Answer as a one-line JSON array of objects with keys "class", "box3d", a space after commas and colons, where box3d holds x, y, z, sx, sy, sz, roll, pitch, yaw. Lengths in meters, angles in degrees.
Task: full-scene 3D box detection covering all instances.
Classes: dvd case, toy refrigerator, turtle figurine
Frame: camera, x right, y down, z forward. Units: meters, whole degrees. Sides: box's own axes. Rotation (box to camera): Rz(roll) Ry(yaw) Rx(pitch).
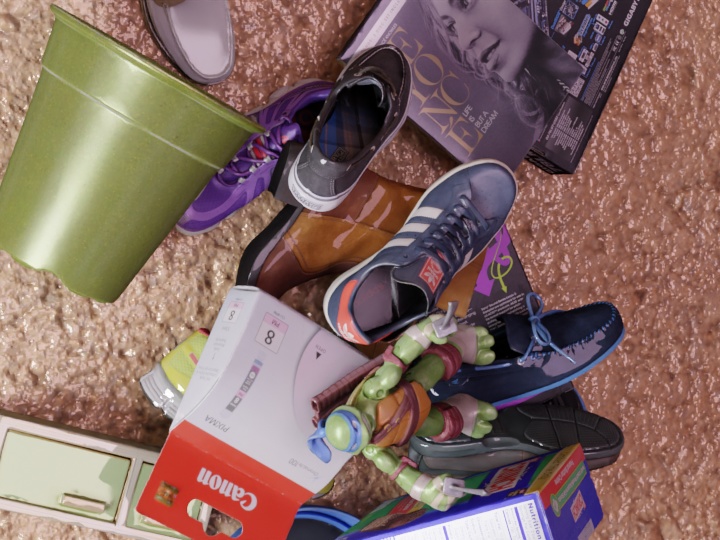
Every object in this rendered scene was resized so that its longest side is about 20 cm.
[{"class": "dvd case", "box3d": [0.093, -0.187, 1.483, 0.200, 0.016, 0.149, 39, 80, -19]}, {"class": "toy refrigerator", "box3d": [-0.224, 0.177, 1.383, 0.198, 0.070, 0.077, 18, 85, -24]}, {"class": "turtle figurine", "box3d": [0.073, 0.113, 1.342, 0.145, 0.199, 0.193, 60, 31, 6]}]

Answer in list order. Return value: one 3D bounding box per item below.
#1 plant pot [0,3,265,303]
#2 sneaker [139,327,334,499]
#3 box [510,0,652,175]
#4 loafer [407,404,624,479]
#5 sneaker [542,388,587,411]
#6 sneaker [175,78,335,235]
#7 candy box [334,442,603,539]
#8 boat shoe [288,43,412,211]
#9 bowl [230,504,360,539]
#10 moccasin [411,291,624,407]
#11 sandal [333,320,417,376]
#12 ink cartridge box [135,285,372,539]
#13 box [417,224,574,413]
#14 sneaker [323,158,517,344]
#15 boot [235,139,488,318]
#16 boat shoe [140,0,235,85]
[{"class": "plant pot", "box3d": [-0.207, -0.083, 1.329, 0.199, 0.200, 0.191, 28, 94, -22]}, {"class": "sneaker", "box3d": [-0.091, 0.125, 1.427, 0.199, 0.078, 0.091, 38, 90, -21]}, {"class": "box", "box3d": [0.157, -0.223, 1.541, 0.197, 0.050, 0.201, 28, 82, -21]}, {"class": "loafer", "box3d": [0.140, 0.165, 1.503, 0.198, 0.072, 0.063, 2, 125, -3]}, {"class": "sneaker", "box3d": [0.151, 0.193, 1.546, 0.082, 0.071, 0.201, 34, 82, -32]}, {"class": "sneaker", "box3d": [-0.088, -0.107, 1.421, 0.200, 0.083, 0.081, -39, 106, -16]}, {"class": "candy box", "box3d": [0.092, 0.225, 1.398, 0.198, 0.169, 0.078, -18, 91, 20]}, {"class": "boat shoe", "box3d": [0.000, -0.134, 1.361, 0.070, 0.066, 0.200, 33, 49, 1]}, {"class": "bowl", "box3d": [-0.056, 0.311, 1.480, 0.199, 0.039, 0.203, -1, 93, -23]}, {"class": "moccasin", "box3d": [0.141, 0.072, 1.465, 0.199, 0.081, 0.069, -25, 115, -3]}, {"class": "sandal", "box3d": [0.027, 0.040, 1.459, 0.081, 0.055, 0.202, 21, 102, -5]}, {"class": "ink cartridge box", "box3d": [-0.077, 0.138, 1.359, 0.162, 0.057, 0.202, 34, 68, -36]}, {"class": "box", "box3d": [0.096, 0.048, 1.516, 0.142, 0.036, 0.201, -24, 104, -2]}, {"class": "sneaker", "box3d": [0.059, -0.010, 1.348, 0.200, 0.085, 0.075, -45, 107, 0]}, {"class": "boot", "box3d": [0.000, 0.000, 1.416, 0.198, 0.068, 0.190, 18, 97, -14]}, {"class": "boat shoe", "box3d": [-0.152, -0.255, 1.393, 0.074, 0.068, 0.202, -23, 102, -21]}]
